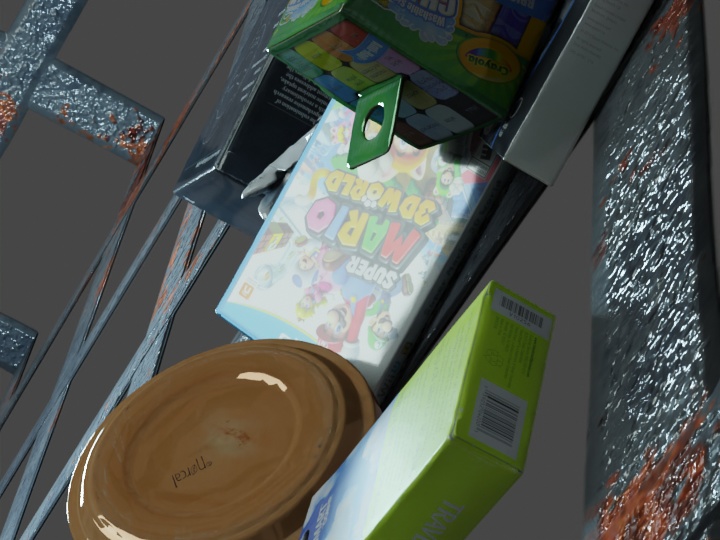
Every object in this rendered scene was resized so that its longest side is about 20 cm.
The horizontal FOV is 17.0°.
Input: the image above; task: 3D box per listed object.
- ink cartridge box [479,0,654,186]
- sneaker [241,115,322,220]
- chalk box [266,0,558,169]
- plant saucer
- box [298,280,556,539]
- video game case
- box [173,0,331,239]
[{"bbox_3d":[0.138,-0.150,1.408,0.201,0.039,0.099,-60,10,6],"label":"ink cartridge box"},{"bbox_3d":[-0.024,-0.075,1.827,0.115,0.075,0.200,-47,5,-8],"label":"sneaker"},{"bbox_3d":[0.033,-0.158,1.448,0.125,0.124,0.201,-17,45,64],"label":"chalk box"},{"bbox_3d":[-0.084,0.114,1.449,0.199,0.032,0.201,-15,39,13],"label":"plant saucer"},{"bbox_3d":[0.026,0.112,1.248,0.200,0.048,0.122,-53,13,40],"label":"box"},{"bbox_3d":[0.004,-0.026,1.537,0.143,0.018,0.201,33,97,35],"label":"video game case"},{"bbox_3d":[-0.050,-0.133,2.027,0.197,0.124,0.200,-63,11,-10],"label":"box"}]
